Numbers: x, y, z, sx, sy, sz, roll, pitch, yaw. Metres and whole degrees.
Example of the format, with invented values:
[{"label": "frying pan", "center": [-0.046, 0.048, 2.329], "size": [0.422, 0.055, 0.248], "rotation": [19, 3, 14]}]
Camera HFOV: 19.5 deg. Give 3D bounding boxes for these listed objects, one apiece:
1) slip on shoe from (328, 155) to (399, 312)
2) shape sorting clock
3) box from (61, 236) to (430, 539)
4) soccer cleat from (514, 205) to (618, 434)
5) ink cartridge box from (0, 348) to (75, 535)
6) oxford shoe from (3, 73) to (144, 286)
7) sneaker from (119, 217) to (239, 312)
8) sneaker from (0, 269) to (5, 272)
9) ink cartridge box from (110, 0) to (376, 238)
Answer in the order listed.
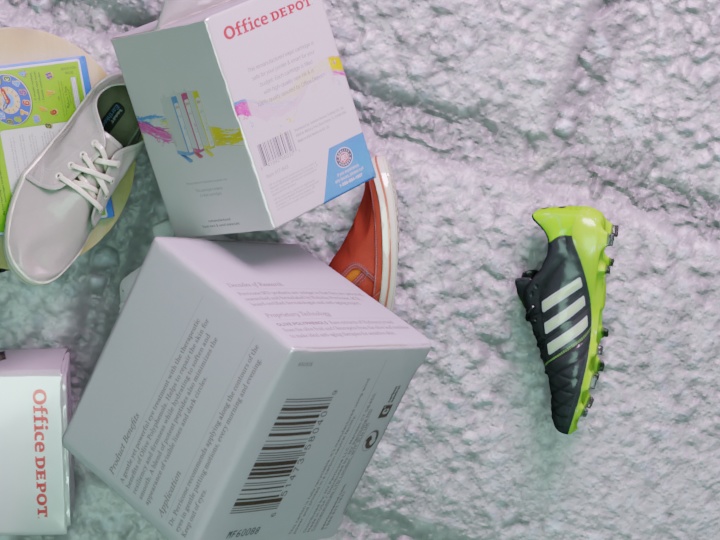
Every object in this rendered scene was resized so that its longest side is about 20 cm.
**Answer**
[{"label": "slip on shoe", "center": [0.000, 0.000, 1.785], "size": [0.061, 0.074, 0.200], "rotation": [7, 107, -2]}, {"label": "shape sorting clock", "center": [-0.279, -0.100, 1.725], "size": [0.200, 0.039, 0.200], "rotation": [3, 84, -32]}, {"label": "box", "center": [-0.092, 0.099, 1.698], "size": [0.171, 0.200, 0.199], "rotation": [36, 109, 30]}, {"label": "soccer cleat", "center": [0.173, 0.041, 1.812], "size": [0.081, 0.068, 0.200], "rotation": [7, 102, 13]}, {"label": "ink cartridge box", "center": [-0.345, 0.146, 1.787], "size": [0.200, 0.084, 0.145], "rotation": [-1, 103, -2]}, {"label": "oxford shoe", "center": [-0.225, -0.078, 1.702], "size": [0.075, 0.058, 0.200], "rotation": [39, 69, -26]}, {"label": "sneaker", "center": [-0.172, 0.046, 1.792], "size": [0.080, 0.070, 0.201], "rotation": [30, 103, 13]}, {"label": "sneaker", "center": [-0.333, -0.016, 1.738], "size": [0.199, 0.114, 0.076], "rotation": [-19, 103, -4]}, {"label": "ink cartridge box", "center": [-0.097, -0.143, 1.694], "size": [0.128, 0.125, 0.200], "rotation": [-28, 106, -42]}]
